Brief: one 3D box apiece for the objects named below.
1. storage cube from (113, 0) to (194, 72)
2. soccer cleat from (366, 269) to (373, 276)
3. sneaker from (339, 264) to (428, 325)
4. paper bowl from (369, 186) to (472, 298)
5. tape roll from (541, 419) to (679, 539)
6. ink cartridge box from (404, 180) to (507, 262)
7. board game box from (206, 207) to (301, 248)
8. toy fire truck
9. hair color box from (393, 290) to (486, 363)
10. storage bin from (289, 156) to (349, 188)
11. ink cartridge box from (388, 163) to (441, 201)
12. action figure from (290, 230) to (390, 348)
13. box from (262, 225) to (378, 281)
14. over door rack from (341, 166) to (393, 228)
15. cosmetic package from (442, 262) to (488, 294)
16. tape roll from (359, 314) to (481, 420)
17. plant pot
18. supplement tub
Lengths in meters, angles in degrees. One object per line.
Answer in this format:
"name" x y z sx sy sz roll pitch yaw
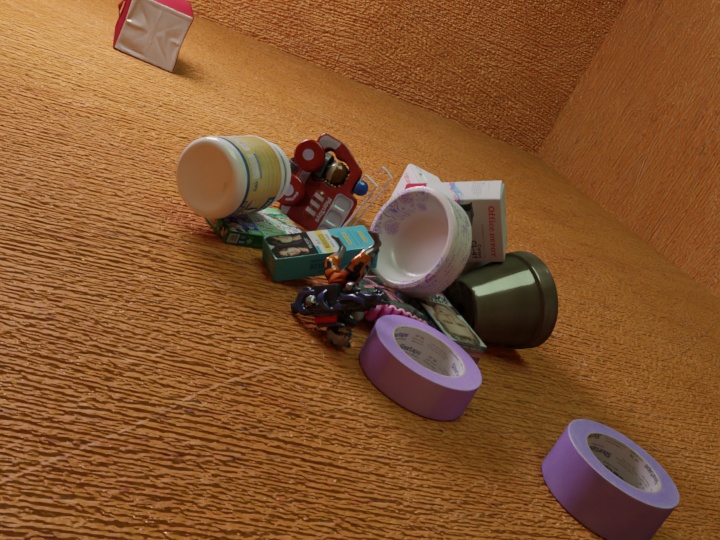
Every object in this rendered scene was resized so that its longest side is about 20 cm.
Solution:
"storage cube" -0.583 -0.688 2.333 0.199 0.172 0.180 19 24 -25
"soccer cleat" 0.000 0.000 1.601 0.069 0.078 0.200 28 21 0
"sneaker" 0.037 0.050 1.493 0.199 0.079 0.096 24 48 -15
"paper bowl" 0.118 -0.047 1.559 0.104 0.201 0.201 26 16 -47
"tape roll" 0.395 0.334 1.322 0.199 0.085 0.200 24 21 -10
"ink cartridge box" 0.189 -0.096 1.665 0.198 0.148 0.086 0 32 16
"board game box" -0.204 -0.088 1.613 0.199 0.029 0.135 9 27 -42
"toy fire truck" -0.076 -0.173 1.743 0.167 0.201 0.112 32 0 6
"hair color box" 0.144 0.101 1.577 0.100 0.061 0.200 14 26 -34
"storage bin" -0.096 -0.194 1.913 0.135 0.094 0.200 32 21 7
"ink cartridge box" 0.108 -0.111 1.826 0.083 0.201 0.145 21 22 -20
"action figure" -0.007 0.035 1.373 0.199 0.195 0.104 3 -19 39
"box" -0.073 -0.033 1.519 0.199 0.049 0.082 -8 35 -21
"over door rack" 0.004 -0.099 1.658 0.066 0.201 0.148 32 19 6
"cosmetic package" 0.199 -0.014 1.755 0.101 0.074 0.200 35 55 28
"tape roll" 0.099 0.158 1.378 0.199 0.066 0.200 26 20 -10
"plant pot" 0.267 0.066 1.669 0.172 0.201 0.200 -5 36 -31
"supplement tub" -0.229 -0.176 1.539 0.144 0.145 0.200 35 22 16
